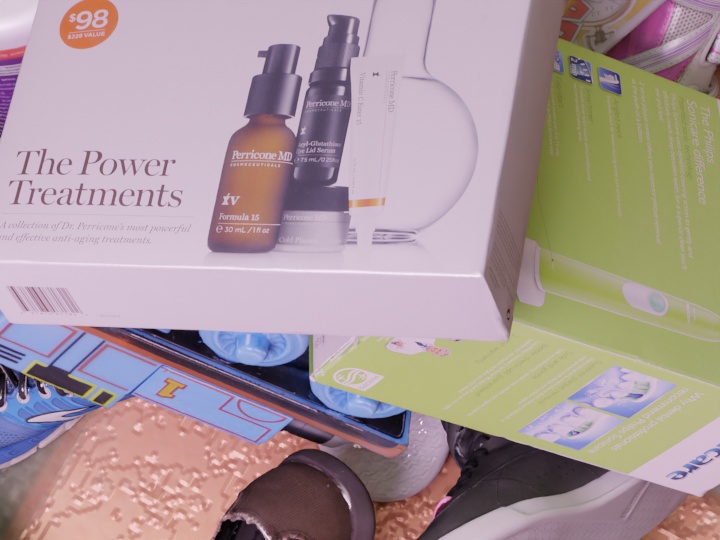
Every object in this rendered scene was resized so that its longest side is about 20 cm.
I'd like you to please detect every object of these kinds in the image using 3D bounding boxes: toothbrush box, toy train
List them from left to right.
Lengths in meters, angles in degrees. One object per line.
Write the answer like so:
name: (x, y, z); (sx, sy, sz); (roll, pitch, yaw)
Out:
toy train: (-0.058, 0.016, 1.103); (0.200, 0.114, 0.087); (23, 53, -23)
toothbrush box: (0.082, -0.009, 1.083); (0.200, 0.086, 0.146); (16, 55, -28)

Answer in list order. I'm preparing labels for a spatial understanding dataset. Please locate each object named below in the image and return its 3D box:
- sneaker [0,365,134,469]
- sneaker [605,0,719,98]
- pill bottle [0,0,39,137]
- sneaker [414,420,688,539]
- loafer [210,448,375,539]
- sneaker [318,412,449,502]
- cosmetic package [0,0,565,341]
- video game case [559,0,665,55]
sneaker: (-0.137, 0.033, 1.191); (0.199, 0.089, 0.079); (-19, 74, -4)
sneaker: (0.131, -0.101, 1.174); (0.200, 0.081, 0.088); (-35, 100, 28)
pill bottle: (-0.149, -0.120, 1.175); (0.111, 0.200, 0.112); (0, 74, 2)
sneaker: (0.053, 0.090, 1.126); (0.099, 0.071, 0.200); (38, 42, 28)
loafer: (-0.062, 0.166, 1.125); (0.073, 0.071, 0.200); (31, 113, 30)
sneaker: (0.000, 0.000, 1.211); (0.076, 0.105, 0.201); (-10, 105, 2)
cosmetic package: (-0.033, -0.053, 0.995); (0.199, 0.052, 0.151); (1, 59, 17)
video game case: (0.042, -0.146, 1.083); (0.200, 0.182, 0.023); (-41, 31, 25)
